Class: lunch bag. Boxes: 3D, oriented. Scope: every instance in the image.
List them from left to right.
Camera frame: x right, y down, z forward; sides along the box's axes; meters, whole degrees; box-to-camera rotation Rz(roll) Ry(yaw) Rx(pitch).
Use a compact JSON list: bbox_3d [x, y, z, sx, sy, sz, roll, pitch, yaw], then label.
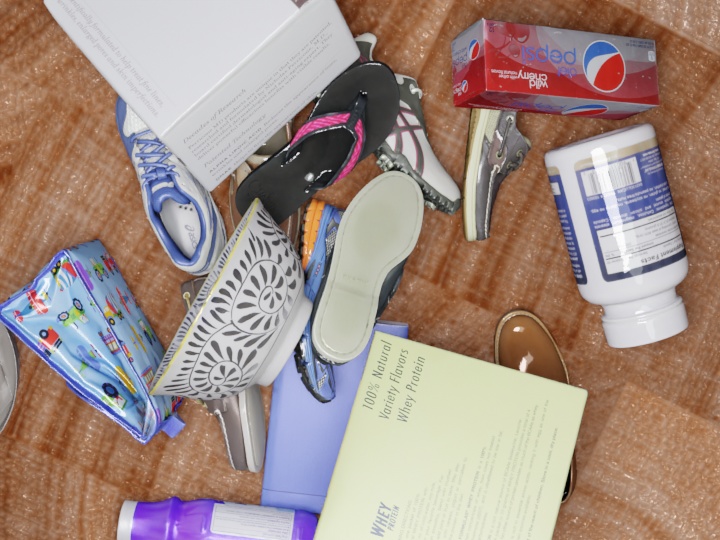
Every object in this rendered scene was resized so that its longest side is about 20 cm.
[{"bbox_3d":[-0.236,0.077,1.170,0.094,0.151,0.200,-40,94,3],"label":"lunch bag"}]

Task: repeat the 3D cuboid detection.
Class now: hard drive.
[{"bbox_3d":[-0.027,0.148,1.241,0.130,0.025,0.203,6,95,-1],"label":"hard drive"}]

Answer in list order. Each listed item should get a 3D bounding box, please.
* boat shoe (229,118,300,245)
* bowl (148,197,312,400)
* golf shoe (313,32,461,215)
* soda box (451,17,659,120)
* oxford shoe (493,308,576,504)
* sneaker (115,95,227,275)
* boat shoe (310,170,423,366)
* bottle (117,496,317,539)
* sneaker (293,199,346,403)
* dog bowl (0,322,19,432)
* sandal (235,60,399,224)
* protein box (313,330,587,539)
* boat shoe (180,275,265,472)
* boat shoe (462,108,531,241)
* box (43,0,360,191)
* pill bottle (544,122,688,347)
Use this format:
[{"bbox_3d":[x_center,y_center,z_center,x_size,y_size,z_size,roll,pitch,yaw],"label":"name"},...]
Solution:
[{"bbox_3d":[-0.097,-0.100,1.195,0.075,0.072,0.203,-4,95,0],"label":"boat shoe"},{"bbox_3d":[-0.104,0.045,1.099,0.094,0.201,0.202,30,94,-8],"label":"bowl"},{"bbox_3d":[0.040,-0.142,1.193,0.088,0.077,0.200,-44,96,-6],"label":"golf shoe"},{"bbox_3d":[0.185,-0.187,1.152,0.198,0.063,0.071,1,83,-25],"label":"soda box"},{"bbox_3d":[0.184,0.138,1.221,0.071,0.071,0.202,-16,94,2],"label":"oxford shoe"},{"bbox_3d":[-0.185,-0.093,1.187,0.075,0.088,0.202,-25,92,4],"label":"sneaker"},{"bbox_3d":[0.002,0.001,1.131,0.074,0.066,0.201,20,66,-7],"label":"boat shoe"},{"bbox_3d":[-0.143,0.266,1.222,0.197,0.084,0.066,7,63,-1],"label":"bottle"},{"bbox_3d":[-0.025,0.029,1.188,0.077,0.075,0.203,4,79,-5],"label":"sneaker"},{"bbox_3d":[-0.435,0.099,1.217,0.197,0.059,0.203,0,96,0],"label":"dog bowl"},{"bbox_3d":[-0.036,-0.110,1.132,0.200,0.045,0.075,-44,107,11],"label":"sandal"},{"bbox_3d":[0.084,0.188,1.117,0.198,0.135,0.201,15,75,9],"label":"protein box"},{"bbox_3d":[-0.137,0.104,1.216,0.059,0.072,0.203,-9,92,6],"label":"boat shoe"},{"bbox_3d":[0.137,-0.127,1.195,0.064,0.073,0.203,7,95,4],"label":"boat shoe"},{"bbox_3d":[-0.142,-0.222,1.112,0.200,0.131,0.199,-41,67,-2],"label":"box"},{"bbox_3d":[0.256,-0.033,1.186,0.110,0.111,0.202,-15,95,1],"label":"pill bottle"}]
